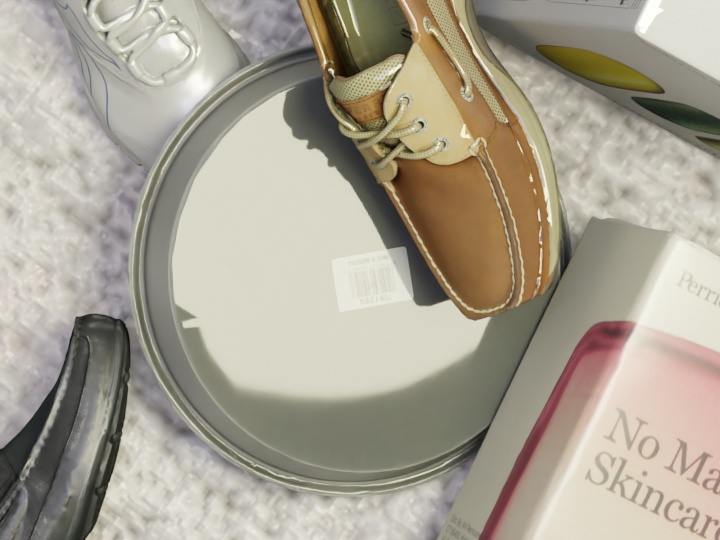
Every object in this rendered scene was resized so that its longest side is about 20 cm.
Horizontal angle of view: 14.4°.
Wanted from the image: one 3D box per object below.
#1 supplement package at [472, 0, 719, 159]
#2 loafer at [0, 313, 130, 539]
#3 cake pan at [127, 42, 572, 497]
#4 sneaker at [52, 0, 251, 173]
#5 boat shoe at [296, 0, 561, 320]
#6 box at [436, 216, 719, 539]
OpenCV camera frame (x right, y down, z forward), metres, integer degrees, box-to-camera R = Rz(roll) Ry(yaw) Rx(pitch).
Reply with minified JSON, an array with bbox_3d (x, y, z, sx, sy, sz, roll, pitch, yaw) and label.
[{"bbox_3d":[0.164,-0.133,1.159,0.151,0.200,0.151,27,89,-18],"label":"supplement package"},{"bbox_3d":[-0.153,0.111,1.256,0.070,0.068,0.201,19,91,-3],"label":"loafer"},{"bbox_3d":[0.000,0.000,1.239,0.199,0.037,0.201,-1,93,-11],"label":"cake pan"},{"bbox_3d":[-0.108,-0.119,1.262,0.074,0.087,0.200,-33,85,0],"label":"sneaker"},{"bbox_3d":[0.016,-0.074,1.171,0.075,0.074,0.201,-22,89,39],"label":"boat shoe"},{"bbox_3d":[0.123,0.095,1.196,0.127,0.109,0.201,26,89,-14],"label":"box"}]
